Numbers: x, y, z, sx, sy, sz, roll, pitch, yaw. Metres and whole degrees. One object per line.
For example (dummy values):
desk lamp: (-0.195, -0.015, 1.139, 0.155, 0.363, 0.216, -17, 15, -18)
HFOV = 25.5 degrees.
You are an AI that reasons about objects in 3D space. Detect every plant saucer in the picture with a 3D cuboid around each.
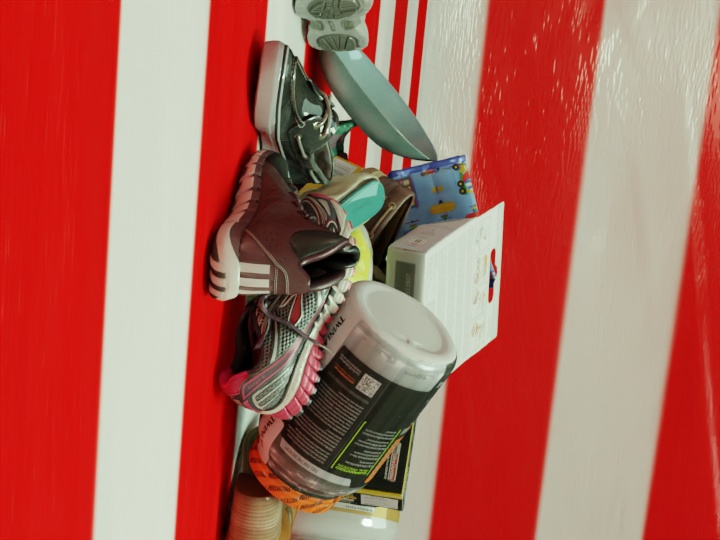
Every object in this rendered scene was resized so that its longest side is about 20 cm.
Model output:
plant saucer: (0.009, -0.189, 1.764, 0.201, 0.039, 0.201, 49, 13, -15)

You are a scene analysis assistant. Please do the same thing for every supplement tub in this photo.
supplement tub: (-0.012, 0.118, 1.447, 0.200, 0.122, 0.123, -55, -174, 22)
supplement tub: (-0.020, 0.249, 1.895, 0.145, 0.144, 0.200, 73, 24, -77)

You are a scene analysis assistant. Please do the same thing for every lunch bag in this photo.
lunch bag: (0.062, -0.034, 1.809, 0.200, 0.094, 0.151, 160, -85, -71)

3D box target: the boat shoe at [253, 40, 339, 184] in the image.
boat shoe: (-0.054, -0.141, 1.431, 0.200, 0.071, 0.072, 83, 15, -66)

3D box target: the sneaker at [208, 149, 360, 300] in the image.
sneaker: (-0.053, -0.031, 1.337, 0.200, 0.115, 0.076, -75, 170, -55)

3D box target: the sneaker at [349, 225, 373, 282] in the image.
sneaker: (-0.046, 0.033, 1.517, 0.200, 0.075, 0.076, -63, 164, -18)

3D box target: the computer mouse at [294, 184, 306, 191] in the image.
computer mouse: (-0.066, -0.030, 1.650, 0.059, 0.034, 0.200, -77, 172, -55)

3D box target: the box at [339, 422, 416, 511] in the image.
box: (-0.018, 0.150, 1.713, 0.049, 0.159, 0.200, 86, 13, -60)

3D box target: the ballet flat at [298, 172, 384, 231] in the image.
ballet flat: (-0.057, -0.040, 1.488, 0.200, 0.069, 0.070, -33, 137, -43)

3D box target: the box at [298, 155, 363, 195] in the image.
box: (-0.045, -0.007, 1.639, 0.119, 0.041, 0.200, -46, 154, -36)

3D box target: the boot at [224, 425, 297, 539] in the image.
boot: (-0.086, 0.247, 1.561, 0.200, 0.077, 0.156, -72, 168, -68)

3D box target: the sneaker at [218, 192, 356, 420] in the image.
sneaker: (-0.061, 0.027, 1.386, 0.081, 0.075, 0.200, 0, -108, 57)

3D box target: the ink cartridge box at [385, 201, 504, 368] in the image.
ink cartridge box: (0.086, 0.026, 1.643, 0.200, 0.057, 0.163, -38, 134, -60)

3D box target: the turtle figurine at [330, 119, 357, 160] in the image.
turtle figurine: (-0.019, -0.065, 1.762, 0.150, 0.101, 0.200, -136, -141, -78)

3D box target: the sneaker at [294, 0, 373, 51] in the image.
sneaker: (-0.028, -0.292, 1.591, 0.200, 0.078, 0.100, 105, -16, -78)

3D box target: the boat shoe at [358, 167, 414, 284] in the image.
boat shoe: (0.000, 0.000, 1.599, 0.072, 0.072, 0.200, 0, 114, -65)
